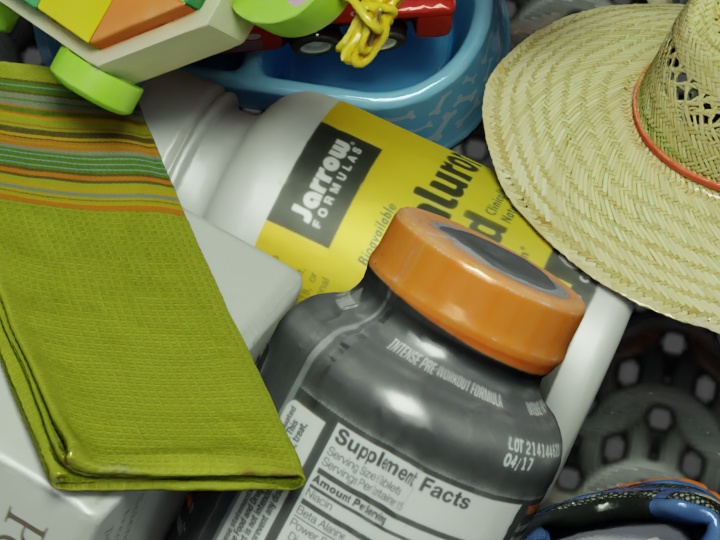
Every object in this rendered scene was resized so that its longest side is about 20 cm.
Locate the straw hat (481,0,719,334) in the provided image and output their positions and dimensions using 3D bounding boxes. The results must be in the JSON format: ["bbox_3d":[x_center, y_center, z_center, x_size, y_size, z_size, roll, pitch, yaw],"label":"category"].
[{"bbox_3d":[0.152,-0.066,0.819,0.200,0.085,0.202,9,45,-9],"label":"straw hat"}]

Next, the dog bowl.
[{"bbox_3d":[-0.037,-0.109,0.905,0.199,0.050,0.112,9,76,3],"label":"dog bowl"}]

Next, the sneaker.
[{"bbox_3d":[0.051,0.122,0.831,0.199,0.078,0.076,-24,76,-7],"label":"sneaker"}]

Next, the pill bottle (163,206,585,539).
[{"bbox_3d":[-0.001,0.081,0.746,0.106,0.106,0.200,29,100,7],"label":"pill bottle"}]

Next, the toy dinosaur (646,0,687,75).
[{"bbox_3d":[0.094,-0.178,0.928,0.088,0.047,0.201,-2,79,-8],"label":"toy dinosaur"}]

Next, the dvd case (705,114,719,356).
[{"bbox_3d":[0.214,0.015,0.892,0.148,0.016,0.201,-17,76,-5],"label":"dvd case"}]

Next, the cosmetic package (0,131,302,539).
[{"bbox_3d":[-0.157,0.050,0.774,0.200,0.165,0.165,29,34,8],"label":"cosmetic package"}]

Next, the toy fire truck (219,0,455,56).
[{"bbox_3d":[-0.012,-0.124,0.811,0.199,0.141,0.049,-5,75,-2],"label":"toy fire truck"}]

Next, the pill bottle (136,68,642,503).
[{"bbox_3d":[0.000,0.000,0.846,0.199,0.111,0.112,24,77,6],"label":"pill bottle"}]

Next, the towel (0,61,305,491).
[{"bbox_3d":[-0.086,-0.005,0.729,0.086,0.018,0.200,2,40,-29],"label":"towel"}]

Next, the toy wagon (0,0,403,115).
[{"bbox_3d":[-0.064,-0.132,0.759,0.200,0.040,0.156,35,98,34],"label":"toy wagon"}]
